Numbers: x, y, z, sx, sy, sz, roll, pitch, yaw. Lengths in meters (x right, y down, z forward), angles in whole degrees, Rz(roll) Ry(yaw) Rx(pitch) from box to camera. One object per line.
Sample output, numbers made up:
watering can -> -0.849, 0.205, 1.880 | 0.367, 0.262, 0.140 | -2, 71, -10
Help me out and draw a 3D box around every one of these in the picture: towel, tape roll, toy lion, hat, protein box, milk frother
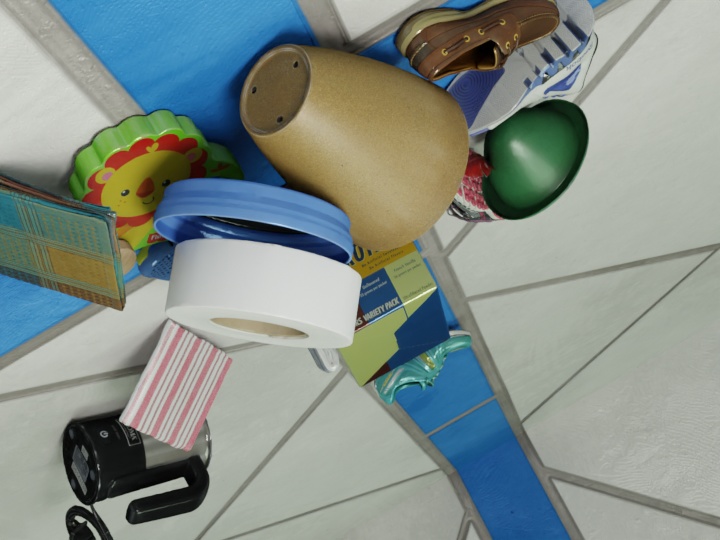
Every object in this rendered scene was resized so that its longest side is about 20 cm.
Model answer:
towel -> -0.069, 0.059, 1.503 | 0.024, 0.149, 0.200 | -26, 179, -7
tape roll -> -0.100, 0.027, 1.245 | 0.199, 0.072, 0.203 | 7, 168, 2
toy lion -> -0.203, -0.085, 1.227 | 0.198, 0.069, 0.193 | -13, 145, -36
hat -> 0.159, -0.168, 1.427 | 0.175, 0.200, 0.166 | 32, 102, -32
protein box -> 0.000, 0.000, 1.455 | 0.134, 0.202, 0.199 | -28, 158, -2
milk frother -> -0.329, 0.305, 1.754 | 0.186, 0.182, 0.200 | -9, 156, -37
towel -> -0.299, -0.027, 1.169 | 0.144, 0.022, 0.201 | 18, 153, 2
towel -> -0.249, 0.158, 1.629 | 0.148, 0.030, 0.200 | -65, 156, -10

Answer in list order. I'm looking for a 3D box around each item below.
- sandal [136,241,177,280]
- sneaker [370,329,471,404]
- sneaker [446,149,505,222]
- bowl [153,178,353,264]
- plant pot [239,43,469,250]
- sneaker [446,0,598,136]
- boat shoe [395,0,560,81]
sandal -> -0.168, -0.008, 1.391 | 0.198, 0.088, 0.079 | -3, 149, -44
sneaker -> 0.112, 0.169, 2.124 | 0.198, 0.080, 0.078 | -28, 158, -4
sneaker -> 0.138, -0.099, 1.580 | 0.074, 0.082, 0.199 | -16, 160, 26
bowl -> -0.102, -0.045, 1.180 | 0.197, 0.040, 0.201 | 8, 168, 2
plant pot -> -0.022, -0.138, 1.194 | 0.186, 0.188, 0.199 | -38, 144, 23
sneaker -> 0.201, -0.219, 1.387 | 0.198, 0.081, 0.115 | -37, 155, 16
boat shoe -> 0.133, -0.241, 1.273 | 0.198, 0.068, 0.072 | -18, 156, -27
